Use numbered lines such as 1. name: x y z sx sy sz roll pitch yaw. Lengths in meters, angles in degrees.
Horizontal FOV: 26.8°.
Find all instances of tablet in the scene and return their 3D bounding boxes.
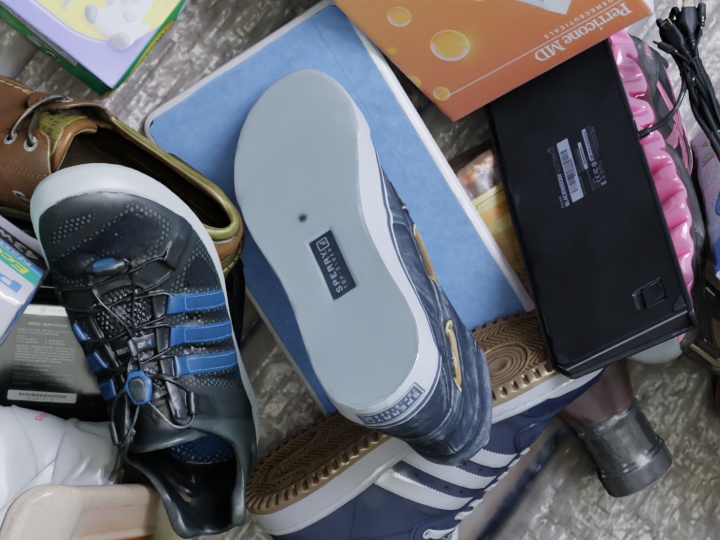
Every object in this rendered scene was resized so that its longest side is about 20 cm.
1. tablet: -0.010 -0.024 0.777 0.130 0.014 0.201 -30 98 18

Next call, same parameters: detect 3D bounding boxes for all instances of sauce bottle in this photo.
1. sauce bottle: 0.102 0.027 0.809 0.066 0.066 0.201 -35 100 -12

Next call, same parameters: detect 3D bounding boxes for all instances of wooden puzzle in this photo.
1. wooden puzzle: -0.132 0.188 0.685 0.037 0.200 0.186 18 85 13

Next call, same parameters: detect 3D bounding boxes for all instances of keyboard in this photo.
1. keyboard: 0.125 -0.056 0.726 0.021 0.127 0.201 28 42 -46

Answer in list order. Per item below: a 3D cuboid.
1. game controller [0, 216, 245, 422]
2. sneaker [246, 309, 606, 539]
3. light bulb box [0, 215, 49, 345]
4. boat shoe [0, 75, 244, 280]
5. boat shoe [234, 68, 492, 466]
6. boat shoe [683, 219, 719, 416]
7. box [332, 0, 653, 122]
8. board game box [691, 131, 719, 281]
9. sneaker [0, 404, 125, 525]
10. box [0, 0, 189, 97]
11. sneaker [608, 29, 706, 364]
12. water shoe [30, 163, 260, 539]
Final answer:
1. game controller: -0.157 0.027 0.758 0.199 0.042 0.105 5 103 -14
2. sneaker: 0.051 0.103 0.764 0.199 0.070 0.109 -28 114 10
3. light bulb box: -0.271 0.025 0.651 0.198 0.125 0.200 37 96 -10
4. boat shoe: -0.144 -0.057 0.722 0.199 0.068 0.072 26 60 -4
5. boat shoe: 0.000 0.000 0.717 0.071 0.091 0.201 -28 54 14
6. boat shoe: 0.229 0.057 0.848 0.073 0.075 0.200 -43 106 15
7. box: 0.034 -0.187 0.715 0.200 0.124 0.098 40 39 -31
8. board game box: 0.255 0.022 0.785 0.043 0.199 0.200 -40 102 20
9. sneaker: -0.186 0.157 0.734 0.099 0.078 0.201 18 84 2
10. box: -0.111 -0.201 0.761 0.117 0.048 0.200 37 79 -12
11. sneaker: 0.150 -0.045 0.793 0.095 0.079 0.201 16 58 -46
12. water shoe: -0.088 0.041 0.684 0.071 0.079 0.201 -17 131 7
